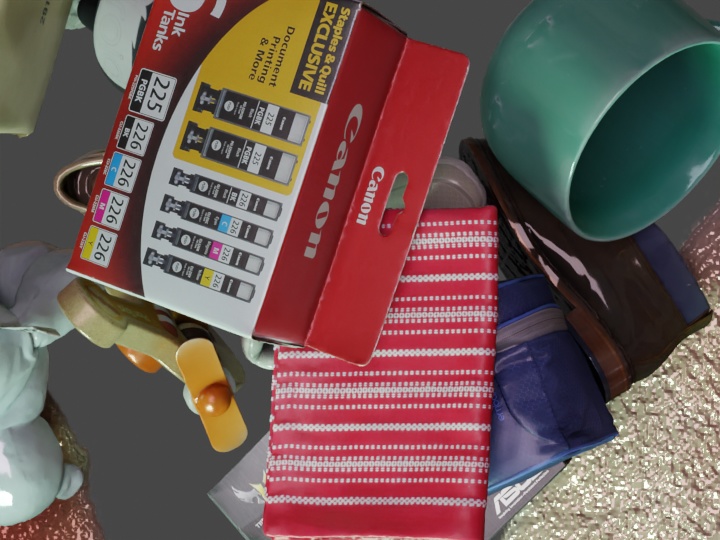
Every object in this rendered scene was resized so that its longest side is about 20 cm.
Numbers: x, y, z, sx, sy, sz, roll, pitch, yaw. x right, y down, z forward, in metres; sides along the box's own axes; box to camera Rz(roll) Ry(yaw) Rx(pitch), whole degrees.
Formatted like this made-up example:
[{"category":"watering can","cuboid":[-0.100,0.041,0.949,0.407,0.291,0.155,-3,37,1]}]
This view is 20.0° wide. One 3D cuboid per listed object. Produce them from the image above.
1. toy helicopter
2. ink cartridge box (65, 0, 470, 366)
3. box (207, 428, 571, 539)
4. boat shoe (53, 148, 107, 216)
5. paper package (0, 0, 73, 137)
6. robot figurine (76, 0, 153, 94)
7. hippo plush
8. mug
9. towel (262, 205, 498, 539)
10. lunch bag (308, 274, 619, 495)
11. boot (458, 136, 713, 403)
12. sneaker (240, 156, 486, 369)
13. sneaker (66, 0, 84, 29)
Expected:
[{"category":"toy helicopter","cuboid":[-0.132,0.048,1.331,0.079,0.200,0.133,-42,67,10]},{"category":"ink cartridge box","cuboid":[-0.052,-0.065,1.191,0.174,0.084,0.202,18,91,22]},{"category":"box","cuboid":[0.020,0.138,1.381,0.200,0.048,0.159,-44,84,10]},{"category":"boat shoe","cuboid":[-0.110,-0.052,1.390,0.198,0.065,0.073,5,94,11]},{"category":"paper package","cuboid":[-0.241,-0.190,1.271,0.103,0.191,0.202,19,96,2]},{"category":"robot figurine","cuboid":[-0.093,-0.149,1.339,0.199,0.124,0.151,31,137,33]},{"category":"hippo plush","cuboid":[-0.233,0.083,1.391,0.158,0.199,0.162,-25,116,-26]},{"category":"mug","cuboid":[0.159,-0.110,1.291,0.114,0.184,0.153,44,109,32]},{"category":"towel","cuboid":[0.010,0.062,1.205,0.143,0.022,0.202,0,83,23]},{"category":"lunch bag","cuboid":[0.045,0.084,1.277,0.199,0.136,0.133,-26,81,17]},{"category":"boot","cuboid":[0.146,-0.017,1.350,0.096,0.075,0.201,-27,76,-13]},{"category":"sneaker","cuboid":[0.000,0.000,1.346,0.199,0.081,0.075,-34,111,20]},{"category":"sneaker","cuboid":[-0.170,-0.257,1.398,0.080,0.076,0.201,41,100,25]}]
